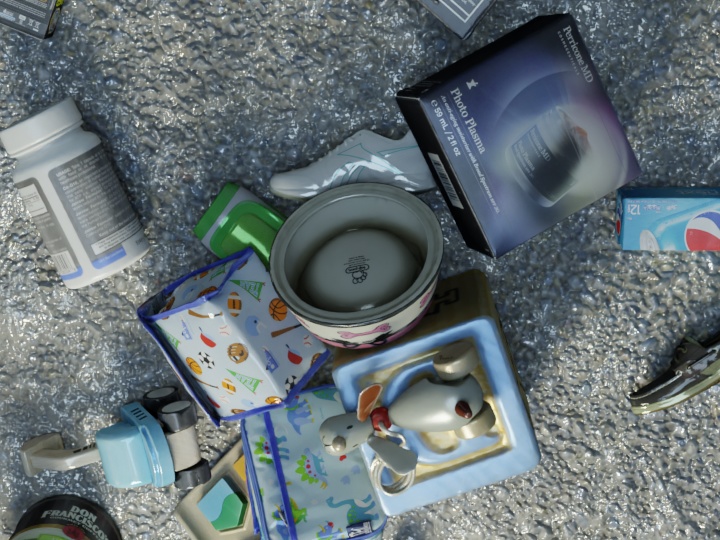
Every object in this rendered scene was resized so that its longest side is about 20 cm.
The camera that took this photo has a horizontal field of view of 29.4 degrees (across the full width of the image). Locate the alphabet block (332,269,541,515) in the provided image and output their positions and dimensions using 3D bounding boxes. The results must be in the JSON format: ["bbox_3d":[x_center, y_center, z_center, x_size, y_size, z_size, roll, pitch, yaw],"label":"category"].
[{"bbox_3d":[0.088,0.137,1.606,0.194,0.200,0.198,-17,103,7],"label":"alphabet block"}]

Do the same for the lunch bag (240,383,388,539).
[{"bbox_3d":[-0.059,0.247,1.643,0.159,0.083,0.202,-11,66,-6],"label":"lunch bag"}]

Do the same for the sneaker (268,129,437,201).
[{"bbox_3d":[-0.011,-0.122,1.618,0.197,0.070,0.081,-6,90,1],"label":"sneaker"}]

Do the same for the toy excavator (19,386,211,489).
[{"bbox_3d":[-0.307,0.219,1.688,0.198,0.194,0.101,-17,106,-22],"label":"toy excavator"}]

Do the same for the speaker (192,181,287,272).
[{"bbox_3d":[-0.099,-0.016,1.634,0.199,0.089,0.089,37,103,-7],"label":"speaker"}]

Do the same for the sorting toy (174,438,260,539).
[{"bbox_3d":[-0.117,0.302,1.707,0.200,0.036,0.185,-44,73,11],"label":"sorting toy"}]

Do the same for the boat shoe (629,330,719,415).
[{"bbox_3d":[0.409,0.108,1.656,0.199,0.072,0.067,-27,92,9],"label":"boat shoe"}]

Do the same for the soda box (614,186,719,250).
[{"bbox_3d":[0.401,-0.061,1.608,0.197,0.068,0.065,0,105,2],"label":"soda box"}]

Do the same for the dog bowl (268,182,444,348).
[{"bbox_3d":[0.000,0.000,1.535,0.197,0.202,0.074,-9,141,5],"label":"dog bowl"}]

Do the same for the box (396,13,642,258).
[{"bbox_3d":[0.177,-0.153,1.538,0.197,0.123,0.202,-30,102,-6],"label":"box"}]

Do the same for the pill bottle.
[{"bbox_3d":[-0.338,-0.092,1.609,0.113,0.114,0.202,-22,103,8],"label":"pill bottle"}]

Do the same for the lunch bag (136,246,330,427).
[{"bbox_3d":[-0.166,0.088,1.624,0.199,0.124,0.171,-17,113,49],"label":"lunch bag"}]

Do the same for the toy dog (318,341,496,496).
[{"bbox_3d":[0.055,0.161,1.461,0.200,0.096,0.132,-42,99,11],"label":"toy dog"}]

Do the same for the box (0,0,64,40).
[{"bbox_3d":[-0.426,-0.377,1.575,0.198,0.044,0.162,21,104,-3],"label":"box"}]

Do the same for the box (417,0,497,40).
[{"bbox_3d":[0.102,-0.398,1.505,0.199,0.123,0.199,39,104,-9],"label":"box"}]

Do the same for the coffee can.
[{"bbox_3d":[-0.384,0.387,1.691,0.144,0.200,0.148,1,105,2],"label":"coffee can"}]
